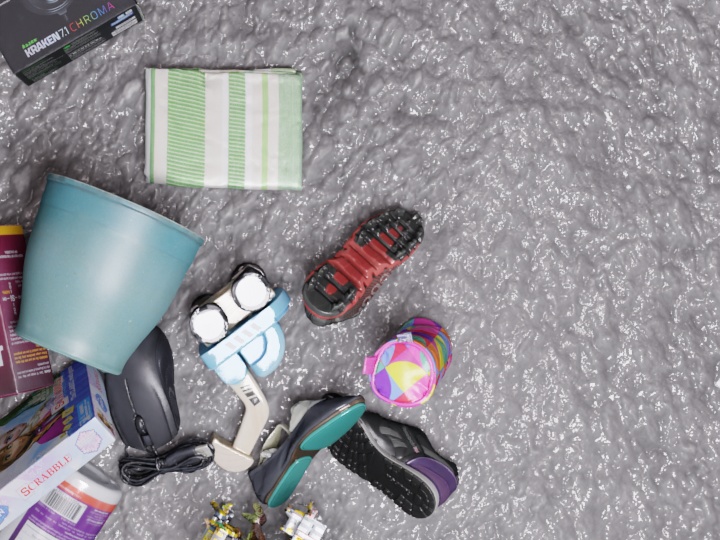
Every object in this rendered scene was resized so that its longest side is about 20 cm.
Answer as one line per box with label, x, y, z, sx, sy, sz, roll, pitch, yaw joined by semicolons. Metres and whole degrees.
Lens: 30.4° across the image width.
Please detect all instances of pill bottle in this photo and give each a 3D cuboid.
pill bottle;-0.384;0.323;1.594;0.111;0.111;0.201;33;87;-2

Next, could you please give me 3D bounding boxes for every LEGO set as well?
LEGO set;-0.111;0.310;1.577;0.153;0.200;0.117;28;79;11

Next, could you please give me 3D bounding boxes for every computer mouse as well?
computer mouse;-0.263;0.158;1.617;0.137;0.053;0.202;-16;85;21

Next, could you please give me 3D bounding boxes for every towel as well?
towel;-0.171;-0.179;1.664;0.198;0.023;0.154;1;89;-5

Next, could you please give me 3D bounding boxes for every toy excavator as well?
toy excavator;-0.143;0.120;1.629;0.194;0.100;0.201;-37;100;-2

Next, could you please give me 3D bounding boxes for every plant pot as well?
plant pot;-0.310;0.013;1.556;0.198;0.200;0.190;22;84;-3

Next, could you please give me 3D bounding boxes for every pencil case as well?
pencil case;0.061;0.107;1.583;0.087;0.200;0.089;1;93;11

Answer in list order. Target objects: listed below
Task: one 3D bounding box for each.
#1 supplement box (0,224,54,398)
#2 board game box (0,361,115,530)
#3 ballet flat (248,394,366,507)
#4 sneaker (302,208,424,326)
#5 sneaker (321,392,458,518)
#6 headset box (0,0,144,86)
supplement box;-0.454;0.055;1.593;0.109;0.086;0.202;-12;89;18
board game box;-0.384;0.207;1.550;0.199;0.200;0.041;-38;112;-2
ballet flat;-0.073;0.204;1.615;0.073;0.073;0.200;38;114;-2
sneaker;0.000;0.000;1.647;0.071;0.098;0.200;43;63;10
sneaker;0.034;0.220;1.652;0.200;0.087;0.076;41;130;16
headset box;-0.390;-0.360;1.618;0.173;0.093;0.201;-29;90;-4
